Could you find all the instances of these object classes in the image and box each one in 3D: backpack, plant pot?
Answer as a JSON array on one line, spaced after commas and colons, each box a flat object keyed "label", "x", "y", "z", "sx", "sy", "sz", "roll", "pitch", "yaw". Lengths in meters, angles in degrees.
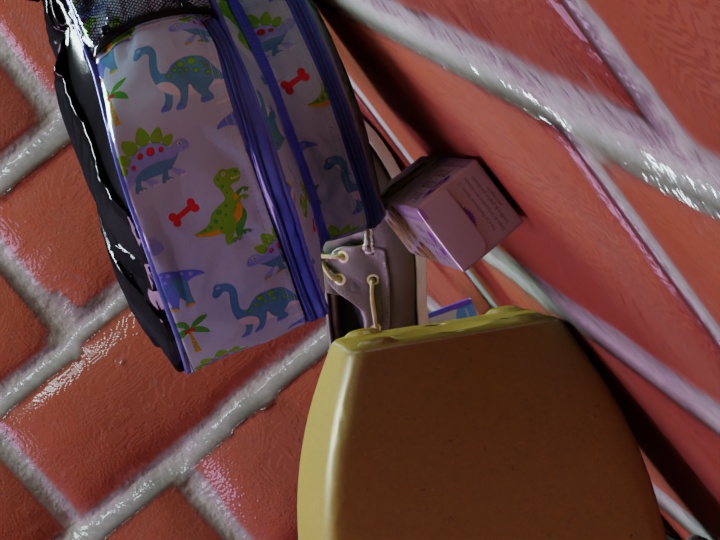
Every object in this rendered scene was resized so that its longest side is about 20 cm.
[{"label": "backpack", "x": -0.071, "y": -0.064, "z": 1.514, "sx": 0.200, "sy": 0.146, "sz": 0.183, "roll": -109, "pitch": 1, "yaw": -47}, {"label": "plant pot", "x": 0.058, "y": 0.126, "z": 1.611, "sx": 0.196, "sy": 0.193, "sz": 0.201, "roll": -154, "pitch": 55, "yaw": -84}]

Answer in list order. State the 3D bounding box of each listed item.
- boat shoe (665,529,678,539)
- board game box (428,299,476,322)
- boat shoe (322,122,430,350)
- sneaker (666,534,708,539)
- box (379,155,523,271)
[{"label": "boat shoe", "x": 0.180, "y": 0.200, "z": 1.858, "sx": 0.201, "sy": 0.072, "sz": 0.066, "roll": 55, "pitch": -176, "yaw": 32}, {"label": "board game box", "x": 0.080, "y": 0.123, "z": 1.925, "sx": 0.134, "sy": 0.045, "sz": 0.201, "roll": 97, "pitch": 154, "yaw": -85}, {"label": "boat shoe", "x": 0.001, "y": 0.001, "z": 1.790, "sx": 0.072, "sy": 0.060, "sz": 0.202, "roll": 43, "pitch": 151, "yaw": 49}, {"label": "sneaker", "x": 0.207, "y": 0.218, "z": 1.672, "sx": 0.200, "sy": 0.075, "sz": 0.116, "roll": 49, "pitch": 174, "yaw": 50}, {"label": "box", "x": 0.041, "y": -0.031, "z": 1.497, "sx": 0.041, "sy": 0.039, "sz": 0.200, "roll": 51, "pitch": 177, "yaw": -7}]
